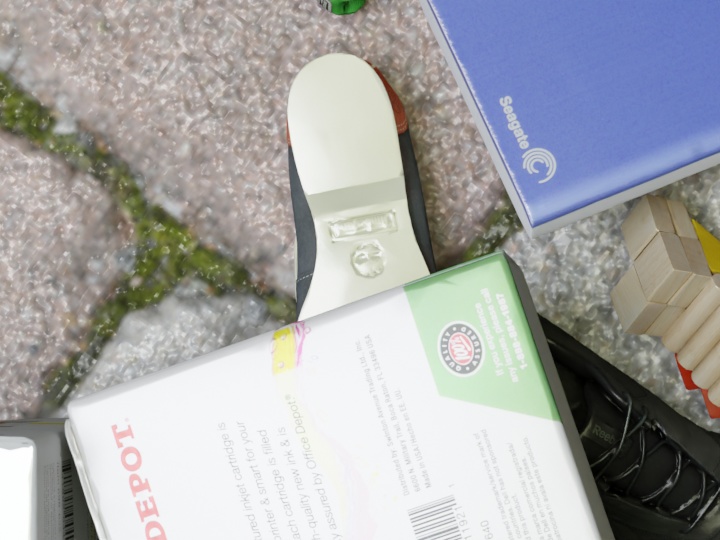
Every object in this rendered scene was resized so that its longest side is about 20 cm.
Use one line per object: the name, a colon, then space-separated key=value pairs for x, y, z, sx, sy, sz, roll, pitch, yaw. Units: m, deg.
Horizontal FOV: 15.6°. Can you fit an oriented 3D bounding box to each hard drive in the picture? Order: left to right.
hard drive: x=0.141 y=-0.110 z=1.172 sx=0.199 sy=0.025 sz=0.132 roll=-22 pitch=70 yaw=-5

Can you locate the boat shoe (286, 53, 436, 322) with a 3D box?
boat shoe: x=0.000 y=0.000 z=1.212 sx=0.071 sy=0.063 sz=0.201 roll=-7 pitch=88 yaw=0

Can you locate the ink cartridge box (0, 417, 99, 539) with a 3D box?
ink cartridge box: x=-0.159 y=0.140 z=1.149 sx=0.083 sy=0.200 sz=0.146 roll=-1 pitch=89 yaw=6

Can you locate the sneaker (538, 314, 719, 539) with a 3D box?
sneaker: x=0.119 y=0.086 z=1.192 sx=0.200 sy=0.091 sz=0.076 roll=32 pitch=88 yaw=2

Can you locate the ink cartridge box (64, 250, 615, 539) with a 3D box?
ink cartridge box: x=-0.006 y=0.094 z=1.120 sx=0.199 sy=0.084 sz=0.145 roll=-19 pitch=84 yaw=6

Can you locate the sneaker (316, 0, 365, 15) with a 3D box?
sneaker: x=-0.026 y=-0.166 z=1.211 sx=0.199 sy=0.078 sz=0.086 roll=13 pitch=90 yaw=2

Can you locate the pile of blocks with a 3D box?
pile of blocks: x=0.193 y=0.049 z=1.212 sx=0.200 sy=0.082 sz=0.062 roll=46 pitch=131 yaw=11
